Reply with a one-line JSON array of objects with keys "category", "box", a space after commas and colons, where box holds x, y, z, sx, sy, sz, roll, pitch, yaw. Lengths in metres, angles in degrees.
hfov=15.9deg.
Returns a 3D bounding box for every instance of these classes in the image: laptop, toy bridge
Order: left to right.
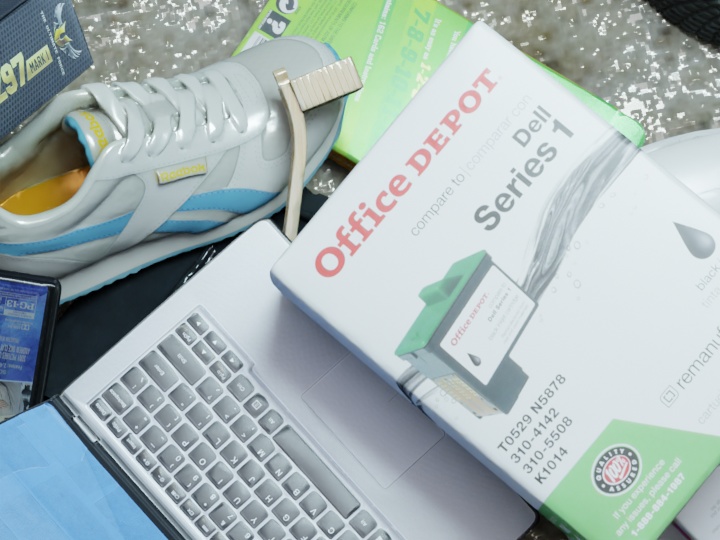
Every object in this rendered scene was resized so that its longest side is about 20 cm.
[{"category": "laptop", "box": [-0.052, 0.096, 1.092, 0.200, 0.116, 0.187, -41, 83, -10]}, {"category": "toy bridge", "box": [0.000, 0.000, 1.188, 0.067, 0.027, 0.200, -23, 91, -5]}]

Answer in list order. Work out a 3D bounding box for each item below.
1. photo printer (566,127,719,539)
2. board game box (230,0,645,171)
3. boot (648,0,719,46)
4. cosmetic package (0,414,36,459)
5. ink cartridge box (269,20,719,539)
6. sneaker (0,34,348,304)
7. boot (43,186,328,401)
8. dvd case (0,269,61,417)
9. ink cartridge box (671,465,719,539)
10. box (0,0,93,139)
[{"category": "photo printer", "box": [0.147, 0.044, 1.204, 0.166, 0.069, 0.200, -30, 106, -9]}, {"category": "board game box", "box": [0.037, -0.081, 1.298, 0.200, 0.030, 0.096, 31, 78, 10]}, {"category": "boot", "box": [0.214, -0.172, 1.311, 0.200, 0.070, 0.132, 45, 76, -1]}, {"category": "cosmetic package", "box": [-0.183, 0.172, 1.165, 0.105, 0.071, 0.200, -7, 101, -2]}, {"category": "ink cartridge box", "box": [0.080, 0.012, 1.105, 0.200, 0.084, 0.146, 39, 88, 6]}, {"category": "sneaker", "box": [-0.096, -0.055, 1.205, 0.200, 0.081, 0.077, -30, 59, -7]}, {"category": "boot", "box": [-0.050, 0.044, 1.236, 0.200, 0.076, 0.168, 27, 73, 13]}, {"category": "dvd case", "box": [-0.224, 0.090, 1.193, 0.142, 0.018, 0.200, 9, 101, -9]}, {"category": "ink cartridge box", "box": [0.218, 0.125, 1.158, 0.095, 0.037, 0.200, -45, 90, -5]}, {"category": "box", "box": [-0.245, -0.069, 1.189, 0.200, 0.158, 0.051, -9, 111, 28]}]
